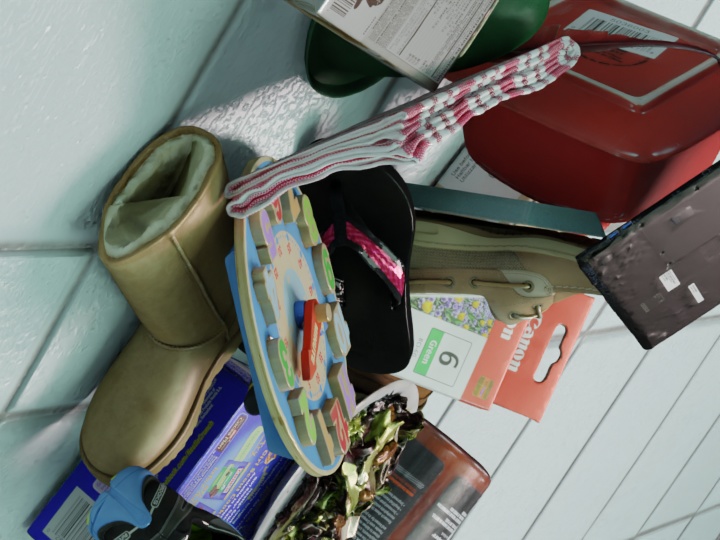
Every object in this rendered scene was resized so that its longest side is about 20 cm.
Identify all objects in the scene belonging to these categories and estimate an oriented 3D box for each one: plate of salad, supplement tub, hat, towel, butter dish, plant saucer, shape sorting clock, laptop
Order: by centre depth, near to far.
[{"bbox_3d":[0.027,-0.083,1.407,0.146,0.030,0.200,-19,-174,39],"label":"towel"},{"bbox_3d":[-0.038,0.027,1.461,0.200,0.039,0.200,-8,90,-78],"label":"shape sorting clock"},{"bbox_3d":[0.094,-0.143,1.462,0.200,0.176,0.166,-47,159,-13],"label":"hat"},{"bbox_3d":[0.222,-0.066,1.535,0.200,0.103,0.177,-34,151,7],"label":"laptop"},{"bbox_3d":[0.080,-0.043,1.601,0.070,0.200,0.019,7,93,-33],"label":"plant saucer"},{"bbox_3d":[0.159,-0.092,1.626,0.199,0.200,0.148,-31,137,-44],"label":"butter dish"},{"bbox_3d":[-0.015,0.166,1.718,0.200,0.048,0.200,-45,159,-23],"label":"plate of salad"},{"bbox_3d":[0.010,0.217,1.988,0.200,0.107,0.107,-50,160,-5],"label":"supplement tub"}]

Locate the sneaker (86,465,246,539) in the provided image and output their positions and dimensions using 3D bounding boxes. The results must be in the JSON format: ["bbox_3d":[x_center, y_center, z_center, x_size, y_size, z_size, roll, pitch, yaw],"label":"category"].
[{"bbox_3d":[-0.106,0.188,1.510,0.071,0.083,0.200,-49,152,-6],"label":"sneaker"}]

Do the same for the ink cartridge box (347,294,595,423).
[{"bbox_3d":[0.077,0.037,1.712,0.200,0.050,0.109,22,93,-24],"label":"ink cartridge box"}]

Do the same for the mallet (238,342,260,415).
[{"bbox_3d":[-0.055,0.043,1.541,0.066,0.041,0.200,-59,-172,8],"label":"mallet"}]

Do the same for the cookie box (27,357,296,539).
[{"bbox_3d":[-0.116,0.143,1.637,0.171,0.075,0.200,-53,159,1],"label":"cookie box"}]

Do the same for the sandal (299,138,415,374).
[{"bbox_3d":[0.000,0.000,1.580,0.045,0.075,0.200,-65,153,-47],"label":"sandal"}]

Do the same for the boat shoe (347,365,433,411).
[{"bbox_3d":[0.016,0.066,1.796,0.068,0.072,0.200,-55,160,11],"label":"boat shoe"}]

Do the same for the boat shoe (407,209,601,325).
[{"bbox_3d":[0.107,0.003,1.616,0.071,0.200,0.065,-10,110,-73],"label":"boat shoe"}]

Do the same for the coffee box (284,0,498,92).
[{"bbox_3d":[-0.011,-0.173,1.280,0.080,0.114,0.200,-56,161,5],"label":"coffee box"}]

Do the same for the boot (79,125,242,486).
[{"bbox_3d":[-0.129,0.025,1.436,0.175,0.066,0.200,-59,163,-18],"label":"boot"}]

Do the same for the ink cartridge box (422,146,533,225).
[{"bbox_3d":[0.149,-0.086,1.826,0.200,0.075,0.165,-51,158,-2],"label":"ink cartridge box"}]
